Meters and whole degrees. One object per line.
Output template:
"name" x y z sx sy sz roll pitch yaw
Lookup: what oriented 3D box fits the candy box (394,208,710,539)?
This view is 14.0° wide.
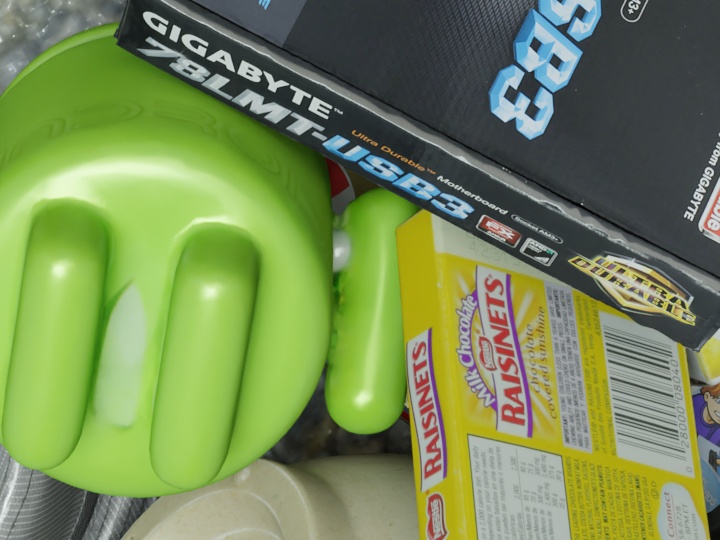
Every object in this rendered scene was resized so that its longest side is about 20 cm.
"candy box" 0.062 0.083 0.865 0.102 0.026 0.201 15 58 -33

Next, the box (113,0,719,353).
"box" 0.058 -0.107 0.881 0.198 0.050 0.201 28 65 0

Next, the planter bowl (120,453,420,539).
"planter bowl" -0.010 0.139 0.921 0.135 0.200 0.201 34 82 -32

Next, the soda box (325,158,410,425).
"soda box" 0.000 0.000 1.023 0.200 0.064 0.068 34 83 -2

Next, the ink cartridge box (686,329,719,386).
"ink cartridge box" 0.150 -0.096 0.965 0.197 0.047 0.201 -29 110 -20

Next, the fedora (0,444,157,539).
"fedora" -0.154 0.055 0.990 0.176 0.090 0.201 26 83 -2

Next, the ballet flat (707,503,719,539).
"ballet flat" 0.087 0.128 0.979 0.057 0.200 0.067 35 43 -32

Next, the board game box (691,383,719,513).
"board game box" 0.177 0.110 0.991 0.135 0.034 0.200 -45 66 7

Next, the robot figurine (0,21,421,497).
"robot figurine" -0.066 -0.008 0.896 0.175 0.200 0.116 6 112 -5
